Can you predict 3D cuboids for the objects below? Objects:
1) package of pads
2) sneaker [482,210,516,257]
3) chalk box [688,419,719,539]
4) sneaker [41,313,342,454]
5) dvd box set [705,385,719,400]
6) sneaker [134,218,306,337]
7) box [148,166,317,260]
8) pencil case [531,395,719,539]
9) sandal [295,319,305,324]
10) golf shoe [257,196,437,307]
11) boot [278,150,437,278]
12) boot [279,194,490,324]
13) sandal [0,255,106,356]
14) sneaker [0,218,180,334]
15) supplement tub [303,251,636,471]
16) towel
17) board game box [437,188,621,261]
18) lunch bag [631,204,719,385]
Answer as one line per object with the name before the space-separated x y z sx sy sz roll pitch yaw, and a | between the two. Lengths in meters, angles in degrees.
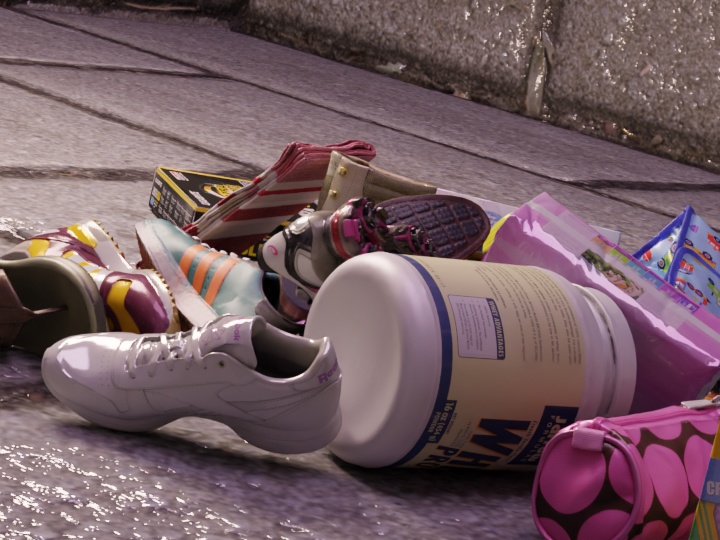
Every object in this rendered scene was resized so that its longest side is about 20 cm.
package of pads | 0.177 0.047 1.496 0.200 0.121 0.076 36 35 15
sneaker | 0.173 0.042 1.613 0.082 0.074 0.200 32 31 -57
chalk box | 0.290 0.114 1.217 0.124 0.201 0.124 19 12 30
sneaker | -0.107 0.058 1.297 0.199 0.100 0.075 7 44 0
dvd box set | 0.202 0.087 1.704 0.199 0.029 0.146 12 11 -6
sneaker | -0.104 0.019 1.483 0.080 0.072 0.200 -22 43 -17
box | -0.116 -0.053 2.016 0.159 0.049 0.200 10 11 -19
pencil case | 0.194 0.131 1.308 0.091 0.094 0.200 20 14 34
sandal | -0.041 0.061 1.511 0.202 0.050 0.082 12 9 8
golf shoe | 0.000 0.000 1.469 0.092 0.073 0.200 -13 -24 23
boot | -0.045 -0.027 1.673 0.199 0.155 0.072 13 11 -6
boot | 0.009 0.003 1.600 0.200 0.097 0.075 -21 69 -28
sandal | -0.261 0.026 1.422 0.201 0.080 0.057 12 26 31
sneaker | -0.203 0.028 1.485 0.090 0.075 0.200 -19 29 -24
supplement tub | 0.076 0.065 1.374 0.200 0.145 0.145 5 13 -34
towel | -0.092 -0.054 1.750 0.023 0.200 0.144 60 24 10
board game box | 0.145 -0.013 1.913 0.199 0.041 0.200 14 -15 9
lunch bag | 0.307 0.049 1.746 0.151 0.094 0.200 45 18 -7
